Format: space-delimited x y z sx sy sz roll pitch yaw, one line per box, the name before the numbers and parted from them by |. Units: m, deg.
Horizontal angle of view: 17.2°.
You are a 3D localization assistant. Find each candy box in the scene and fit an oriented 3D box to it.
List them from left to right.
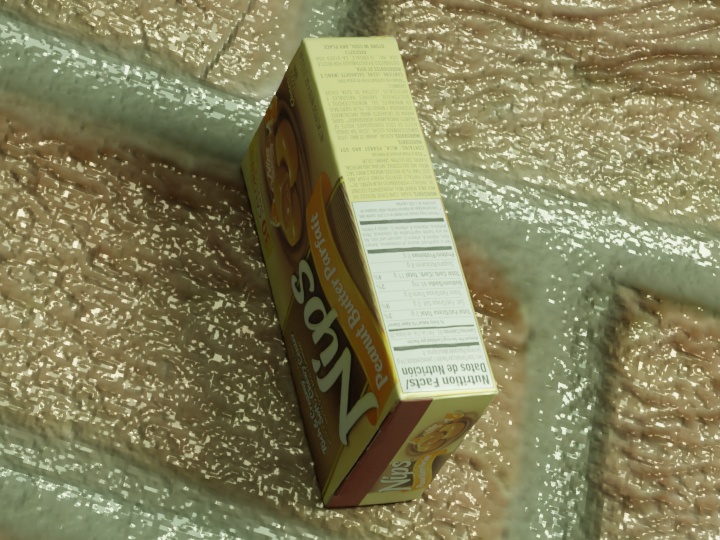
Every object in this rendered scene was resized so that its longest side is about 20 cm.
candy box | 0.000 0.000 1.162 0.055 0.116 0.201 -4 61 -22
